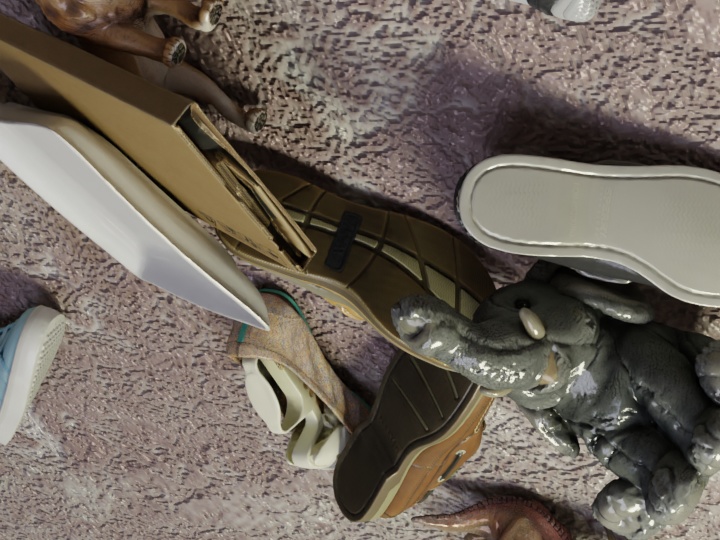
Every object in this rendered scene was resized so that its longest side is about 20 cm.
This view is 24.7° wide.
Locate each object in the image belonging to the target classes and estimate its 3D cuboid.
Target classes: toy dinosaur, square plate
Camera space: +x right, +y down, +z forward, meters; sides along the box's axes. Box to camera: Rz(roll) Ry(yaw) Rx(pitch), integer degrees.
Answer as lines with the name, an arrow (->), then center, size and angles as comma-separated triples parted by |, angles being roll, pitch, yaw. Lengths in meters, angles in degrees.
toy dinosaur -> 0.141, 0.219, 1.220 | 0.200, 0.086, 0.136 | 42, 133, 5
square plate -> -0.161, -0.045, 1.050 | 0.198, 0.029, 0.199 | 45, 165, -31

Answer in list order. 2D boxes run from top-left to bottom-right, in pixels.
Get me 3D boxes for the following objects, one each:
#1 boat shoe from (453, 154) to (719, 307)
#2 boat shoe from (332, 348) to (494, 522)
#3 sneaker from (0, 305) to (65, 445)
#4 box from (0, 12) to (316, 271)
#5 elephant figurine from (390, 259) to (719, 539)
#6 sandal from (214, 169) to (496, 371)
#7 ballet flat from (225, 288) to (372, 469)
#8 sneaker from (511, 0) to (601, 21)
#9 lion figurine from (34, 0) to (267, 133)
boat shoe -> 0.149, -0.025, 0.921 | 0.197, 0.075, 0.060 | 7, -175, -1
boat shoe -> 0.051, 0.101, 1.139 | 0.067, 0.072, 0.200 | -1, 144, -36
sneaker -> -0.292, 0.077, 1.301 | 0.081, 0.074, 0.200 | 27, 143, -8
box -> -0.132, -0.080, 0.961 | 0.199, 0.021, 0.164 | 28, 166, 35
elephant figurine -> 0.125, 0.049, 0.955 | 0.199, 0.142, 0.155 | 33, 161, 6
sandal -> 0.000, 0.000, 1.034 | 0.198, 0.081, 0.054 | 25, 161, 5
ballet flat -> -0.041, 0.101, 1.185 | 0.067, 0.068, 0.201 | -6, 134, 36
sneaker -> 0.050, -0.198, 0.751 | 0.114, 0.076, 0.201 | 6, 143, 20
lion figurine -> -0.132, -0.130, 0.951 | 0.121, 0.073, 0.201 | 23, 150, 22
